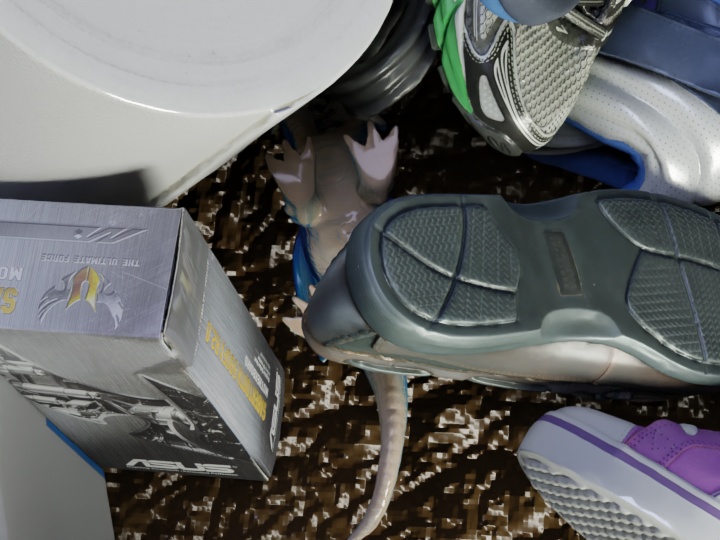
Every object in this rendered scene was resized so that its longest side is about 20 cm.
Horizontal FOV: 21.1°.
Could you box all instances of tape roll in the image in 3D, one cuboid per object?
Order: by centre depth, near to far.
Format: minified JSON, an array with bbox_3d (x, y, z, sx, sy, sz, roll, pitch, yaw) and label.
[{"bbox_3d":[-0.101,-0.123,0.678,0.201,0.139,0.205,13,65,-30],"label":"tape roll"}]

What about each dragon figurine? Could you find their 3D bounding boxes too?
[{"bbox_3d":[0.000,0.000,0.745,0.058,0.099,0.202,-14,85,3],"label":"dragon figurine"}]

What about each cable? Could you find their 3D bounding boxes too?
[{"bbox_3d":[0.036,-0.129,0.755,0.096,0.050,0.201,-20,40,22],"label":"cable"}]

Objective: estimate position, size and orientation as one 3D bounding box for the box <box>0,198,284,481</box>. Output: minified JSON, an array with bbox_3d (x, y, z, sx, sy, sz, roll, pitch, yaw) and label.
[{"bbox_3d":[-0.139,0.025,0.709,0.198,0.159,0.049,4,69,12],"label":"box"}]

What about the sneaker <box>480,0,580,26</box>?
[{"bbox_3d":[0.036,-0.158,0.656,0.078,0.066,0.202,-17,56,26],"label":"sneaker"}]

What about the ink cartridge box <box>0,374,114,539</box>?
[{"bbox_3d":[-0.199,0.114,0.692,0.198,0.145,0.085,-15,66,5],"label":"ink cartridge box"}]

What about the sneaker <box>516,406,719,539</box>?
[{"bbox_3d":[0.161,0.073,0.683,0.199,0.073,0.115,25,71,8],"label":"sneaker"}]

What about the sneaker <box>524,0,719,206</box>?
[{"bbox_3d":[0.097,-0.114,0.760,0.146,0.081,0.201,-33,71,-8],"label":"sneaker"}]

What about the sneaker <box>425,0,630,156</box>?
[{"bbox_3d":[0.087,-0.135,0.690,0.085,0.078,0.202,16,81,39],"label":"sneaker"}]

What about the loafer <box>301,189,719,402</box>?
[{"bbox_3d":[0.071,0.012,0.690,0.198,0.063,0.073,7,63,-31],"label":"loafer"}]
